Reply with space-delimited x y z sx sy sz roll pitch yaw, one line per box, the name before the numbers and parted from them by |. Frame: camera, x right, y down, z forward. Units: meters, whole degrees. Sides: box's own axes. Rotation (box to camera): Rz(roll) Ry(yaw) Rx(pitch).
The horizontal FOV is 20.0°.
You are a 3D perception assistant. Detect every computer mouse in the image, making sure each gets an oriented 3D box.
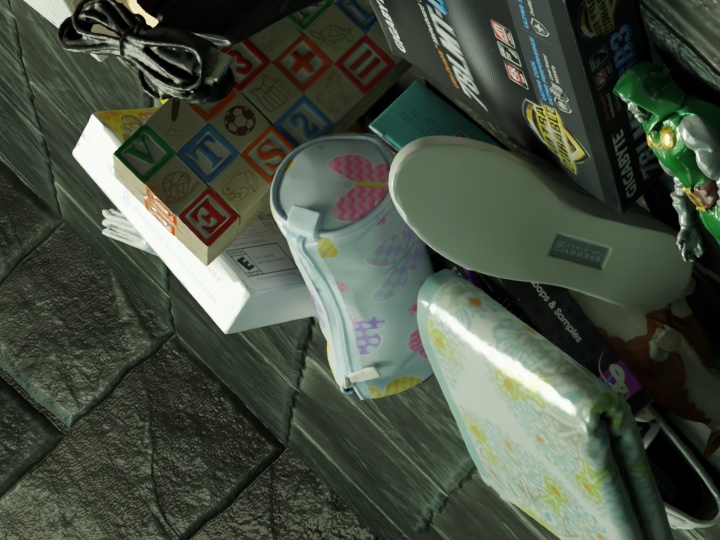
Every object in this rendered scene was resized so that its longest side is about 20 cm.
computer mouse | -0.068 -0.174 1.179 0.138 0.200 0.053 25 139 39

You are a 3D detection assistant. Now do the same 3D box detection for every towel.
towel | -0.086 0.002 1.487 0.199 0.024 0.147 22 179 -19
towel | 0.120 0.104 1.281 0.171 0.048 0.200 34 157 43

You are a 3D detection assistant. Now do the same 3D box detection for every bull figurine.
bull figurine | 0.178 0.033 1.296 0.200 0.065 0.122 38 162 24

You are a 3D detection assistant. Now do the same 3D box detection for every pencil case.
pencil case | 0.000 0.000 1.319 0.083 0.091 0.200 37 158 32

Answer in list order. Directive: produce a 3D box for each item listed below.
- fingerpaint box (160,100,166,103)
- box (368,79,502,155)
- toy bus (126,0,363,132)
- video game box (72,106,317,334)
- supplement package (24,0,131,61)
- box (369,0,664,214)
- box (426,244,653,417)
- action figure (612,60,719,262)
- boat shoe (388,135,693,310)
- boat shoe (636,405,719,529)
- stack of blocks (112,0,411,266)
fingerpaint box | -0.059 -0.087 1.676 0.200 0.073 0.167 52 166 -24
box | 0.060 -0.051 1.450 0.082 0.049 0.200 41 167 20
toy bus | -0.077 -0.158 1.475 0.200 0.078 0.065 43 -149 15
video game box | -0.076 -0.044 1.435 0.200 0.047 0.182 -10 -127 -52
supplement package | -0.234 -0.276 1.542 0.200 0.120 0.121 39 167 31
box | 0.071 -0.145 1.117 0.198 0.050 0.200 37 165 32
box | 0.098 0.024 1.319 0.200 0.036 0.143 51 166 4
action figure | 0.198 -0.027 1.069 0.200 0.055 0.118 53 170 -11
boat shoe | 0.102 -0.036 1.192 0.199 0.072 0.069 13 -160 -21
boat shoe | 0.197 0.119 1.523 0.200 0.074 0.065 39 165 -17
stack of blocks | -0.069 -0.116 1.317 0.115 0.200 0.059 44 168 5
